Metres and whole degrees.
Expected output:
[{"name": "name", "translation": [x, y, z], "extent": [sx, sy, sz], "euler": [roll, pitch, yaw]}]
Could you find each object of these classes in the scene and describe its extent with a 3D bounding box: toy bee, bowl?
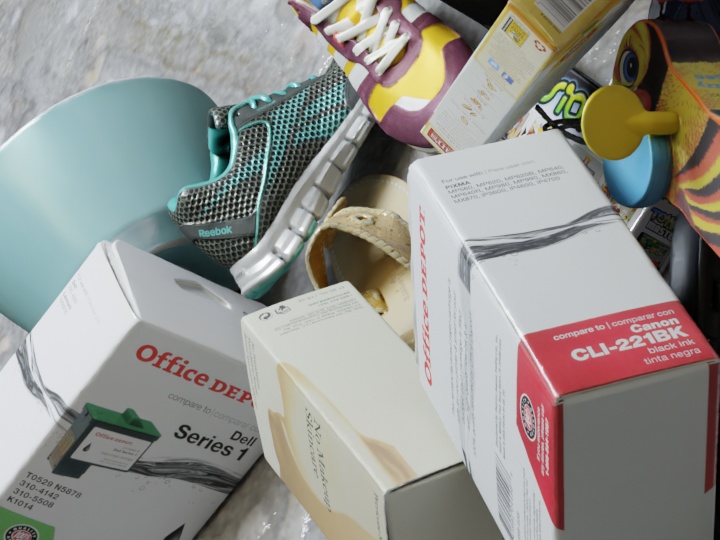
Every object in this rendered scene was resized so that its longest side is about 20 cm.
[{"name": "toy bee", "translation": [0.152, -0.083, 1.233], "extent": [0.200, 0.131, 0.109], "euler": [26, 118, 37]}, {"name": "bowl", "translation": [-0.147, -0.015, 1.608], "extent": [0.201, 0.201, 0.105], "euler": [-51, 56, 19]}]

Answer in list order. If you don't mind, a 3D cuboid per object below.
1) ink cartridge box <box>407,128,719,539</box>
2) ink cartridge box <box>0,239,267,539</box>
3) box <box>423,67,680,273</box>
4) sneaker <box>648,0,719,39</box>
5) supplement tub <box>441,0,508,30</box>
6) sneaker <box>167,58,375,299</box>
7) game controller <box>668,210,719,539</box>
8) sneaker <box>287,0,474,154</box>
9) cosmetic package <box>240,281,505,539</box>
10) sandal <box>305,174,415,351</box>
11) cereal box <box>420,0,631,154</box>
[{"name": "ink cartridge box", "translation": [0.093, 0.047, 1.207], "extent": [0.200, 0.084, 0.145], "euler": [-120, 21, -50]}, {"name": "ink cartridge box", "translation": [-0.149, 0.098, 1.551], "extent": [0.200, 0.146, 0.084], "euler": [-51, 39, 19]}, {"name": "box", "translation": [0.111, -0.052, 1.403], "extent": [0.110, 0.035, 0.200], "euler": [-58, 35, 9]}, {"name": "sneaker", "translation": [0.230, -0.139, 1.271], "extent": [0.200, 0.070, 0.109], "euler": [-35, 42, 32]}, {"name": "supplement tub", "translation": [0.047, -0.225, 1.450], "extent": [0.122, 0.200, 0.123], "euler": [-30, 47, 39]}, {"name": "sneaker", "translation": [-0.048, -0.084, 1.548], "extent": [0.200, 0.091, 0.078], "euler": [-61, 8, -28]}, {"name": "game controller", "translation": [0.196, 0.038, 1.240], "extent": [0.104, 0.042, 0.201], "euler": [-11, 60, 33]}, {"name": "sneaker", "translation": [0.004, -0.142, 1.482], "extent": [0.075, 0.090, 0.200], "euler": [-49, 39, 9]}, {"name": "cosmetic package", "translation": [0.008, 0.100, 1.369], "extent": [0.200, 0.071, 0.105], "euler": [-134, 30, -55]}, {"name": "sandal", "translation": [0.003, -0.004, 1.483], "extent": [0.078, 0.070, 0.212], "euler": [-51, 36, 18]}, {"name": "cereal box", "translation": [0.108, -0.135, 1.286], "extent": [0.144, 0.040, 0.200], "euler": [-45, -2, -19]}]
